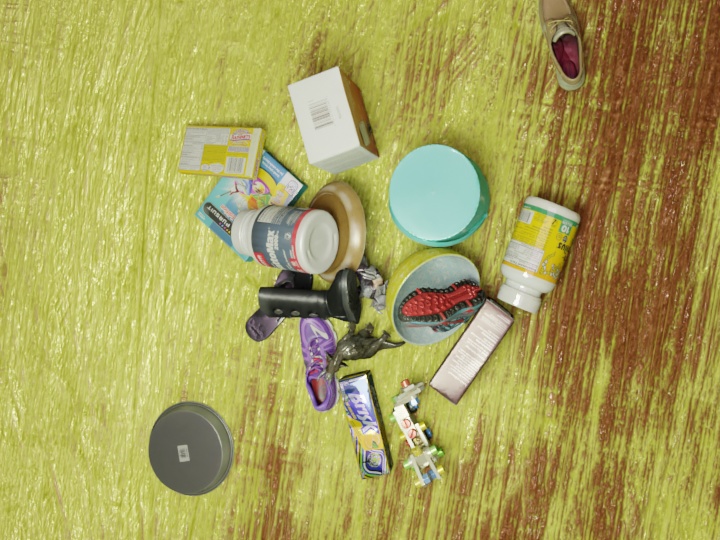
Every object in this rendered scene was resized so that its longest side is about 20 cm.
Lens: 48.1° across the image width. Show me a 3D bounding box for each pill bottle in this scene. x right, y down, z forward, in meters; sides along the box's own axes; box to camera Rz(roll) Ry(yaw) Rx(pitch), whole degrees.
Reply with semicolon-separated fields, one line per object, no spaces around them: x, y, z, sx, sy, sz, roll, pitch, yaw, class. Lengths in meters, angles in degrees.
0.333;-0.028;1.535;0.111;0.113;0.204;21;95;10;pill bottle
-0.150;-0.064;1.557;0.197;0.119;0.123;8;93;36;pill bottle

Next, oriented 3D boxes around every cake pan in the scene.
-0.368;0.384;1.720;0.195;0.037;0.206;0;92;11;cake pan

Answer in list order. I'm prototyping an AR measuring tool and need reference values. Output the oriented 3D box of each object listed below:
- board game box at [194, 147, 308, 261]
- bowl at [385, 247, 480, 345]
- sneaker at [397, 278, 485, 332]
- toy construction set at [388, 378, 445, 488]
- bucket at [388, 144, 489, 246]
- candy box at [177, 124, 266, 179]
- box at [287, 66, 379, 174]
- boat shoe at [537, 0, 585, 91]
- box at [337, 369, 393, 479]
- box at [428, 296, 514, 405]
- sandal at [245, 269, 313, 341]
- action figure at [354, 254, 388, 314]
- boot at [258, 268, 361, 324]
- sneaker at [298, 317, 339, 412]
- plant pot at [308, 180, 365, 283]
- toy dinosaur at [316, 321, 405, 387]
-0.227;-0.145;1.677;0.150;0.047;0.201;40;98;8;board game box
0.124;0.033;1.570;0.201;0.199;0.108;-52;39;7;bowl
0.146;0.085;1.486;0.080;0.197;0.097;53;137;34;sneaker
0.104;0.312;1.578;0.090;0.131;0.205;-14;88;10;toy construction set
0.149;-0.144;1.558;0.202;0.135;0.213;0;91;13;bucket
-0.288;-0.245;1.663;0.196;0.026;0.105;8;81;28;candy box
-0.047;-0.284;1.561;0.104;0.200;0.156;-17;88;12;box
0.389;-0.449;1.539;0.072;0.066;0.204;-18;88;11;boat shoe
0.011;0.309;1.627;0.063;0.070;0.205;-15;89;9;box
0.217;0.154;1.568;0.074;0.100;0.202;36;98;7;box
-0.166;0.066;1.670;0.076;0.043;0.202;36;97;8;sandal
0.000;0.000;1.608;0.068;0.131;0.203;-18;71;-27;action figure
-0.105;0.047;1.566;0.195;0.166;0.067;7;56;12;boot
-0.083;0.186;1.637;0.079;0.083;0.205;-12;88;10;sneaker
-0.059;-0.075;1.592;0.198;0.027;0.205;1;91;52;plant pot
0.000;0.150;1.609;0.197;0.103;0.078;-20;71;-33;toy dinosaur
